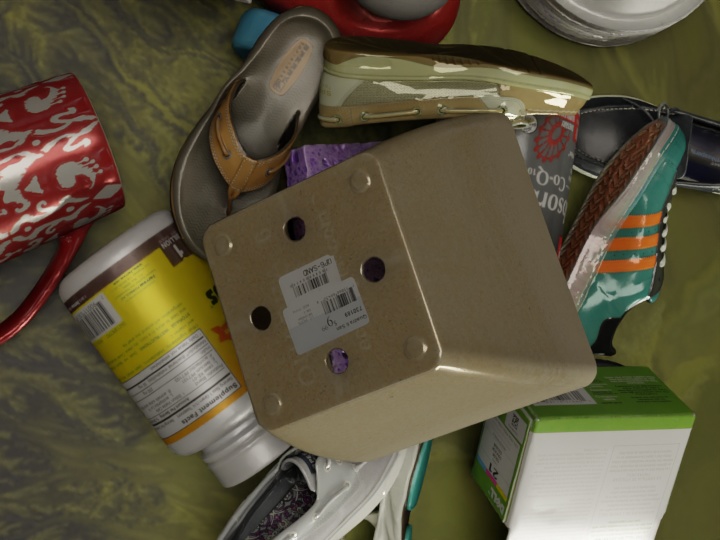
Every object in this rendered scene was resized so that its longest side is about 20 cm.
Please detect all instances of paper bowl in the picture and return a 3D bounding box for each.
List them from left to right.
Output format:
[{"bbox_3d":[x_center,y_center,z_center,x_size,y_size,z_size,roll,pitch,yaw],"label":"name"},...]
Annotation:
[{"bbox_3d":[0.216,-0.295,1.034,0.199,0.104,0.203,0,88,-10],"label":"paper bowl"}]

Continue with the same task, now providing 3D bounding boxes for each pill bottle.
[{"bbox_3d":[-0.131,0.062,0.951,0.109,0.109,0.201,-36,95,-10],"label":"pill bottle"},{"bbox_3d":[0.107,-0.044,0.998,0.115,0.116,0.202,9,87,-11],"label":"pill bottle"}]

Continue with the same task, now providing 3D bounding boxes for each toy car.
[{"bbox_3d":[0.009,-0.239,0.941,0.176,0.200,0.186,21,84,-10],"label":"toy car"}]

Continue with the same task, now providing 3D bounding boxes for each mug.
[{"bbox_3d":[-0.284,-0.047,0.935,0.199,0.178,0.134,-24,53,-15],"label":"mug"}]

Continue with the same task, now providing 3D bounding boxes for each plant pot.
[{"bbox_3d":[0.011,0.014,0.824,0.199,0.177,0.202,-23,79,25],"label":"plant pot"}]

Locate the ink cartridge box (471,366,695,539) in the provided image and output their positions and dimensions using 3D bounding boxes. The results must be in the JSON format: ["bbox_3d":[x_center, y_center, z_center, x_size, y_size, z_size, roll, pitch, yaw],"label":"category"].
[{"bbox_3d":[0.165,0.184,1.007,0.146,0.076,0.202,1,116,-21],"label":"ink cartridge box"}]

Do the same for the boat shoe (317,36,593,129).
[{"bbox_3d":[0.069,-0.128,0.909,0.199,0.073,0.064,3,112,-12],"label":"boat shoe"}]

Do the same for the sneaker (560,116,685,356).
[{"bbox_3d":[0.218,-0.024,1.017,0.079,0.071,0.201,27,99,-13],"label":"sneaker"}]

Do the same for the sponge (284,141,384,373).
[{"bbox_3d":[0.000,0.000,0.993,0.111,0.030,0.202,-7,88,-44],"label":"sponge"}]

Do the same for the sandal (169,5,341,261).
[{"bbox_3d":[-0.073,-0.099,0.907,0.081,0.055,0.201,32,93,-18],"label":"sandal"}]

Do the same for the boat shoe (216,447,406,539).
[{"bbox_3d":[-0.038,0.161,0.937,0.200,0.069,0.072,-42,51,-21],"label":"boat shoe"}]

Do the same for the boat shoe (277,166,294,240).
[{"bbox_3d":[-0.090,-0.030,0.983,0.071,0.066,0.203,-23,97,-40],"label":"boat shoe"}]

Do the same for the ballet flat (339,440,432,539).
[{"bbox_3d":[0.018,0.191,1.005,0.069,0.069,0.202,10,87,-11],"label":"ballet flat"}]

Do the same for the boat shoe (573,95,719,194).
[{"bbox_3d":[0.255,-0.106,1.057,0.198,0.062,0.075,12,88,-9],"label":"boat shoe"}]

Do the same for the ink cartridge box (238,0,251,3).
[{"bbox_3d":[-0.170,-0.280,0.898,0.199,0.146,0.083,21,85,18],"label":"ink cartridge box"}]

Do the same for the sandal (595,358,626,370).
[{"bbox_3d":[0.154,0.095,1.031,0.198,0.045,0.076,14,106,-25],"label":"sandal"}]
